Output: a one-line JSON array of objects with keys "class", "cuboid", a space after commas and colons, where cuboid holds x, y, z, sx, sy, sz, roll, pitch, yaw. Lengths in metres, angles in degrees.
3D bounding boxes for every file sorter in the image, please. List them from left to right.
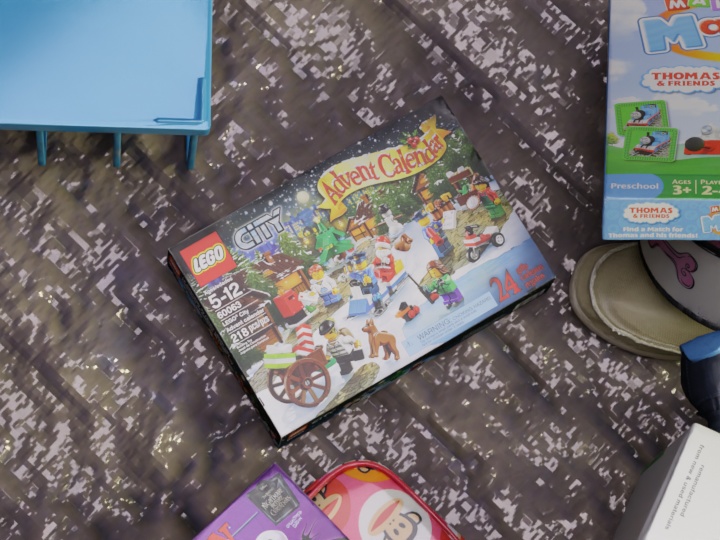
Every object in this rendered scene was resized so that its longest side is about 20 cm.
[{"class": "file sorter", "cuboid": [-0.191, -0.137, 1.572, 0.199, 0.123, 0.139, 1, 76, -5]}]

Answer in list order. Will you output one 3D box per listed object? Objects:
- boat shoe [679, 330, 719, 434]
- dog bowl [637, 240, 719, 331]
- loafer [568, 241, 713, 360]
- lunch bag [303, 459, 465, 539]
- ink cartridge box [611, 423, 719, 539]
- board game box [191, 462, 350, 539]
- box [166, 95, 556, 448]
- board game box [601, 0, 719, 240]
[{"class": "boat shoe", "cuboid": [0.243, 0.094, 1.539, 0.200, 0.084, 0.069, 21, 54, -46]}, {"class": "dog bowl", "cuboid": [0.267, -0.046, 1.571, 0.199, 0.074, 0.200, -2, 41, 2]}, {"class": "loafer", "cuboid": [0.229, 0.022, 1.603, 0.199, 0.068, 0.076, 12, 75, -3]}, {"class": "lunch bag", "cuboid": [-0.024, 0.213, 1.521, 0.176, 0.082, 0.200, 45, 76, 7]}, {"class": "ink cartridge box", "cuboid": [0.250, 0.179, 1.503, 0.200, 0.145, 0.088, 26, 74, 2]}, {"class": "board game box", "cuboid": [-0.079, 0.219, 1.468, 0.200, 0.032, 0.120, -44, 76, -11]}, {"class": "box", "cuboid": [0.000, 0.000, 1.600, 0.200, 0.038, 0.137, -30, 81, -12]}, {"class": "board game box", "cuboid": [0.221, -0.095, 1.548, 0.151, 0.037, 0.200, 0, 41, 6]}]
